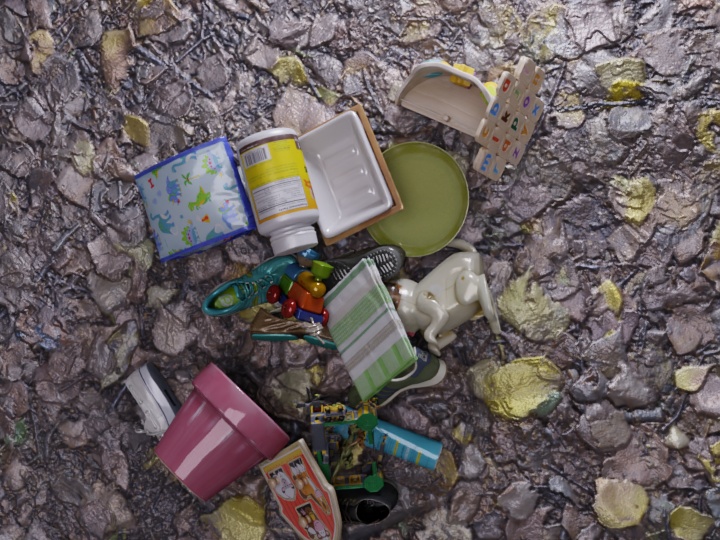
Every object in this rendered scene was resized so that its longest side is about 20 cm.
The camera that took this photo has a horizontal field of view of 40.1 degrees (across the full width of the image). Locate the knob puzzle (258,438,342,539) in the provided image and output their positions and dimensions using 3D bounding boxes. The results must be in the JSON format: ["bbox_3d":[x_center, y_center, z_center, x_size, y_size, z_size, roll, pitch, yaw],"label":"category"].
[{"bbox_3d":[-0.101,0.411,1.730,0.219,0.030,0.221,26,127,39],"label":"knob puzzle"}]

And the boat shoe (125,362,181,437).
[{"bbox_3d":[-0.374,0.276,1.819,0.086,0.075,0.203,-33,86,8],"label":"boat shoe"}]

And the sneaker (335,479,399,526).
[{"bbox_3d":[-0.034,0.422,1.760,0.199,0.106,0.075,-16,91,10],"label":"sneaker"}]

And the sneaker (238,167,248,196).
[{"bbox_3d":[-0.144,-0.123,1.762,0.100,0.075,0.200,-43,87,9],"label":"sneaker"}]

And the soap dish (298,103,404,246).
[{"bbox_3d":[-0.023,-0.165,1.719,0.157,0.081,0.201,-25,81,20],"label":"soap dish"}]

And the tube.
[{"bbox_3d":[0.048,0.300,1.772,0.199,0.050,0.078,19,119,9],"label":"tube"}]

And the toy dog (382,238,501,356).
[{"bbox_3d":[0.124,0.048,1.704,0.199,0.140,0.195,-16,78,9],"label":"toy dog"}]

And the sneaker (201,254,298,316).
[{"bbox_3d":[-0.194,0.034,1.776,0.199,0.080,0.078,-28,89,8],"label":"sneaker"}]

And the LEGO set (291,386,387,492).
[{"bbox_3d":[-0.028,0.290,1.737,0.153,0.116,0.201,-12,117,4],"label":"LEGO set"}]

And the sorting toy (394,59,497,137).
[{"bbox_3d":[0.160,-0.302,1.650,0.199,0.180,0.107,25,91,8],"label":"sorting toy"}]

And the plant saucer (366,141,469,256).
[{"bbox_3d":[0.097,-0.124,1.736,0.198,0.031,0.202,0,90,18],"label":"plant saucer"}]

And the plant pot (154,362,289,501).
[{"bbox_3d":[-0.252,0.291,1.717,0.200,0.200,0.179,44,80,4],"label":"plant pot"}]

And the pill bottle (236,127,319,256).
[{"bbox_3d":[-0.134,-0.131,1.667,0.108,0.109,0.201,-16,86,9],"label":"pill bottle"}]

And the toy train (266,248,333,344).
[{"bbox_3d":[-0.077,0.036,1.675,0.084,0.200,0.116,17,100,-32],"label":"toy train"}]

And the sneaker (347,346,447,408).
[{"bbox_3d":[0.045,0.181,1.720,0.199,0.090,0.068,-24,50,27],"label":"sneaker"}]

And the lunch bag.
[{"bbox_3d":[-0.277,-0.125,1.734,0.199,0.127,0.171,-19,91,39],"label":"lunch bag"}]

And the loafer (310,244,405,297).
[{"bbox_3d":[0.000,0.000,1.741,0.199,0.070,0.076,-13,98,34],"label":"loafer"}]

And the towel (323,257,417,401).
[{"bbox_3d":[0.012,0.099,1.668,0.149,0.031,0.201,-44,60,36],"label":"towel"}]

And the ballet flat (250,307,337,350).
[{"bbox_3d":[-0.100,0.099,1.782,0.198,0.068,0.073,6,74,12],"label":"ballet flat"}]

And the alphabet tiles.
[{"bbox_3d":[0.248,-0.250,1.645,0.015,0.195,0.201,28,98,28],"label":"alphabet tiles"}]
